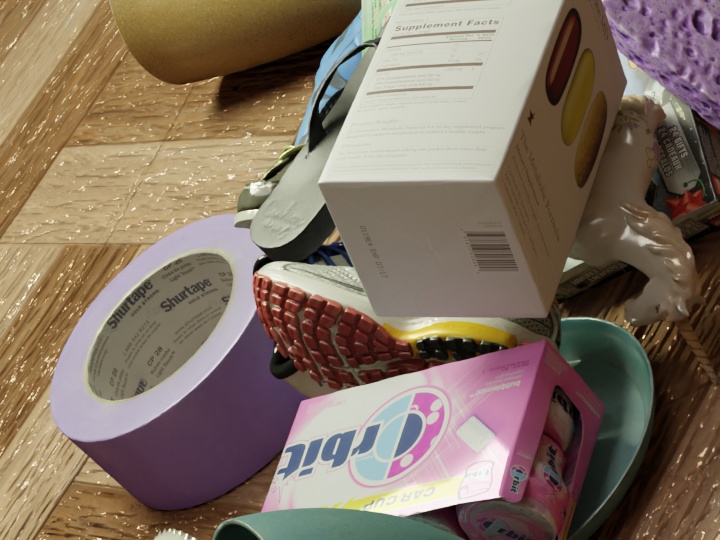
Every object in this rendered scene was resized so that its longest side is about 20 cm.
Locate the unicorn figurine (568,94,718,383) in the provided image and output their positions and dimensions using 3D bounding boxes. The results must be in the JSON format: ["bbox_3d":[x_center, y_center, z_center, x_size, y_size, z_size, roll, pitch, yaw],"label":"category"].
[{"bbox_3d":[0.142,-0.033,1.463,0.137,0.074,0.200,-6,60,26],"label":"unicorn figurine"}]

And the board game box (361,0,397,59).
[{"bbox_3d":[0.037,-0.213,1.713,0.135,0.029,0.200,129,147,-53],"label":"board game box"}]

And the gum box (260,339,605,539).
[{"bbox_3d":[0.042,0.119,1.427,0.200,0.066,0.114,-17,39,37],"label":"gum box"}]

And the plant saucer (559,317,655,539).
[{"bbox_3d":[0.096,0.114,1.462,0.200,0.027,0.200,-31,32,22],"label":"plant saucer"}]

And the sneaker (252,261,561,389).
[{"bbox_3d":[0.029,0.030,1.506,0.200,0.078,0.082,13,46,16],"label":"sneaker"}]

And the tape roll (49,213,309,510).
[{"bbox_3d":[-0.115,0.062,1.717,0.200,0.085,0.200,-29,34,22],"label":"tape roll"}]

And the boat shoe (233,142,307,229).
[{"bbox_3d":[-0.035,-0.058,1.683,0.072,0.060,0.202,2,3,19],"label":"boat shoe"}]

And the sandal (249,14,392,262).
[{"bbox_3d":[-0.006,-0.095,1.568,0.076,0.043,0.200,7,59,49],"label":"sandal"}]

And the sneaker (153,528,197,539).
[{"bbox_3d":[-0.096,0.228,1.507,0.100,0.070,0.200,-56,31,-11],"label":"sneaker"}]

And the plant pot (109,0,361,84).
[{"bbox_3d":[-0.072,-0.247,1.978,0.200,0.186,0.186,-1,50,33],"label":"plant pot"}]

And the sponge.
[{"bbox_3d":[0.252,-0.182,1.536,0.112,0.030,0.200,41,67,18],"label":"sponge"}]

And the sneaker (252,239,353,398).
[{"bbox_3d":[0.000,0.001,1.586,0.199,0.115,0.081,-63,28,-4],"label":"sneaker"}]

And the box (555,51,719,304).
[{"bbox_3d":[0.153,-0.096,1.564,0.137,0.040,0.200,-26,59,27],"label":"box"}]

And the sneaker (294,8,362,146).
[{"bbox_3d":[-0.008,-0.126,1.846,0.078,0.066,0.200,-19,36,48],"label":"sneaker"}]

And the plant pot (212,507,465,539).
[{"bbox_3d":[0.018,0.211,1.307,0.135,0.200,0.200,-15,24,-21],"label":"plant pot"}]

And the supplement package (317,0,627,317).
[{"bbox_3d":[0.070,-0.082,1.421,0.110,0.114,0.200,0,47,25],"label":"supplement package"}]
